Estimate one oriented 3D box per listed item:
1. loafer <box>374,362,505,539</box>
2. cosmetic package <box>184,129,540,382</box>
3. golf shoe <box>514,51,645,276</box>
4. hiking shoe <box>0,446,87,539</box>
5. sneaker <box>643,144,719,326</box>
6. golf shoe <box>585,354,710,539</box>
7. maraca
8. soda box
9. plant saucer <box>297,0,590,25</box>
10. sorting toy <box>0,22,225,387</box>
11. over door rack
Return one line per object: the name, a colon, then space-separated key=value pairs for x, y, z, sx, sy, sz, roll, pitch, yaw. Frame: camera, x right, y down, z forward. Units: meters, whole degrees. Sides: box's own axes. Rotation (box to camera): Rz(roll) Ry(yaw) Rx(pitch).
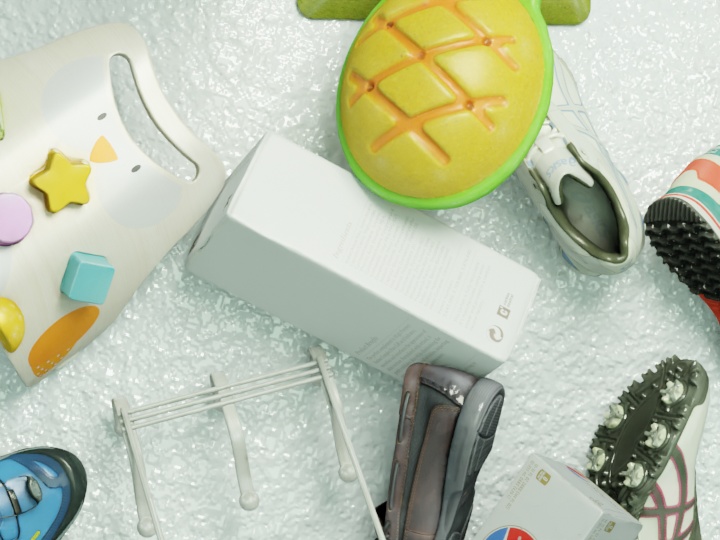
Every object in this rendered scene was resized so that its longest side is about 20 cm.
loafer: x=0.038 y=0.147 z=1.492 sx=0.063 sy=0.072 sz=0.201 roll=24 pitch=118 yaw=15
cosmetic package: x=0.000 y=0.000 z=1.473 sx=0.199 sy=0.102 sz=0.074 roll=30 pitch=63 yaw=-10
golf shoe: x=0.122 y=-0.084 z=1.499 sx=0.078 sy=0.097 sz=0.200 roll=-37 pitch=96 yaw=4
hiking shoe: x=-0.257 y=0.172 z=1.442 sx=0.199 sy=0.087 sz=0.075 roll=-29 pitch=88 yaw=-9
sneaker: x=0.269 y=0.005 z=1.544 sx=0.200 sy=0.070 sz=0.093 roll=53 pitch=55 yaw=-20
golf shoe: x=0.192 y=0.155 z=1.544 sx=0.088 sy=0.077 sz=0.201 roll=22 pitch=92 yaw=-28
maraca: x=0.057 y=-0.133 z=1.440 sx=0.136 sy=0.107 sz=0.201 roll=12 pitch=76 yaw=17
soda box: x=0.091 y=0.220 z=1.490 sx=0.068 sy=0.064 sz=0.201 roll=39 pitch=99 yaw=34
plant saucer: x=0.061 y=-0.263 z=1.510 sx=0.198 sy=0.048 sz=0.201 roll=0 pitch=92 yaw=-10
sorting toy: x=-0.185 y=-0.057 z=1.443 sx=0.180 sy=0.107 sz=0.201 roll=-35 pitch=97 yaw=-9
over door rack: x=-0.064 y=0.149 z=1.451 sx=0.147 sy=0.067 sz=0.201 roll=-15 pitch=50 yaw=-10
